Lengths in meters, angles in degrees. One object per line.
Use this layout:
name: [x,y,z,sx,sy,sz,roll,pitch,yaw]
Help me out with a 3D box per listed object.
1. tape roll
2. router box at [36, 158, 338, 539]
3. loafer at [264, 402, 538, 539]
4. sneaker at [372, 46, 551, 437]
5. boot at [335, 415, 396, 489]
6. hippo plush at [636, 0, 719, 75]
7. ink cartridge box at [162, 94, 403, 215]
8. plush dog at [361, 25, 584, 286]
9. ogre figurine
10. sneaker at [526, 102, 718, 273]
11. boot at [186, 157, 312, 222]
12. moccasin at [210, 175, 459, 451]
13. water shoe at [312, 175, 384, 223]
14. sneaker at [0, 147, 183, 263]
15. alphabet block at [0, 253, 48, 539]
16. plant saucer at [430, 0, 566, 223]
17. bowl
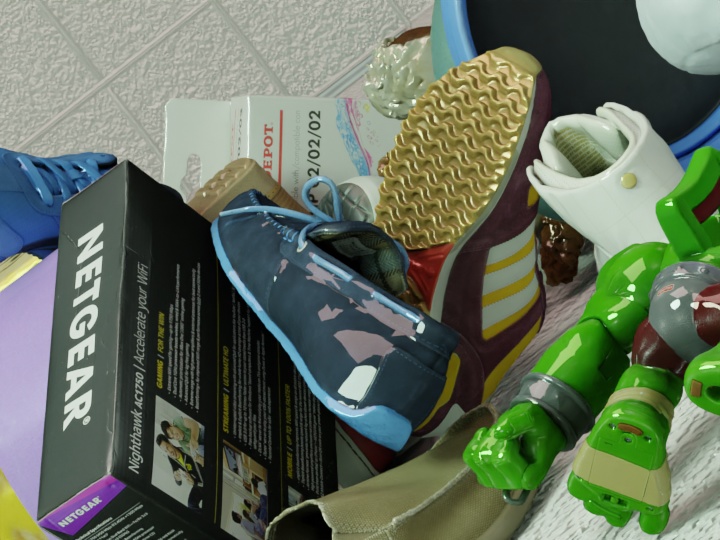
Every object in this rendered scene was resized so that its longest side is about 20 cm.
tape roll: [-0.108,0.078,1.134,0.066,0.200,0.200,-34,10,20]
router box: [-0.076,0.063,1.020,0.051,0.149,0.200,-33,37,26]
loafer: [0.004,0.117,0.933,0.200,0.067,0.076,-44,11,-32]
sneaker: [0.056,-0.013,1.070,0.090,0.075,0.200,3,-65,-46]
boot: [0.030,0.045,1.185,0.144,0.072,0.200,-35,6,8]
hippo plush: [0.215,-0.113,0.947,0.200,0.161,0.159,-41,9,-14]
ink cartridge box: [-0.022,-0.052,1.387,0.200,0.115,0.068,1,2,-13]
plush dog: [0.103,-0.061,1.295,0.200,0.161,0.172,-7,-8,-5]
ogre figurine: [0.138,0.020,0.814,0.200,0.098,0.120,-45,13,48]
sneaker: [0.129,-0.032,1.035,0.074,0.116,0.200,-40,8,-1]
boot: [-0.085,0.051,1.297,0.200,0.166,0.072,-41,24,-22]
moccasin: [-0.004,0.010,1.005,0.068,0.080,0.200,-52,39,8]
water shoe: [0.000,0.000,1.193,0.079,0.072,0.200,-3,-10,-22]
sneaker: [-0.160,-0.042,1.164,0.078,0.066,0.200,-29,-17,16]
alphabet block: [-0.194,0.091,1.418,0.195,0.196,0.200,-39,9,3]
plant saucer: [0.137,-0.123,1.175,0.200,0.200,0.036,-40,13,-13]
bowl: [0.136,-0.142,1.127,0.201,0.201,0.039,-40,13,-13]
